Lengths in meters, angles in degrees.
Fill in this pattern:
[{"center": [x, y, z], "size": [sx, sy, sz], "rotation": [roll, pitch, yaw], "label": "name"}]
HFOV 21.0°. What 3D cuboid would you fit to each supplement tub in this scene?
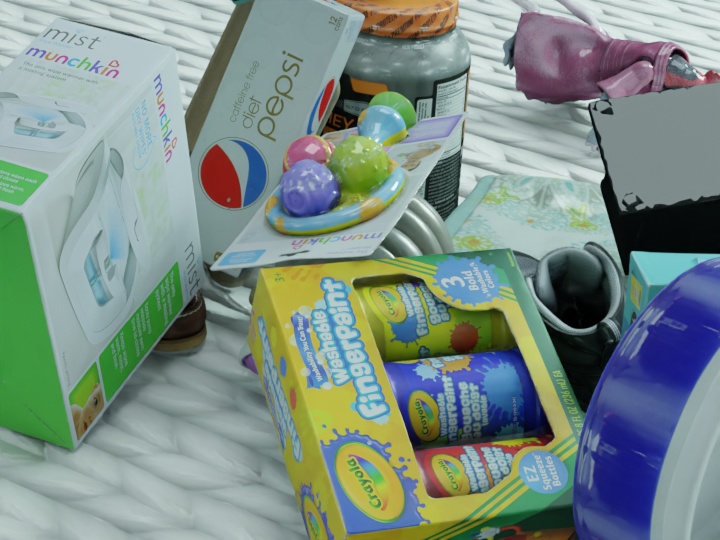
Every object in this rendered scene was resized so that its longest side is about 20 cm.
[{"center": [0.021, -0.118, 1.491], "size": [0.122, 0.201, 0.123], "rotation": [3, 25, -1], "label": "supplement tub"}]

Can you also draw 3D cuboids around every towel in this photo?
[{"center": [0.151, -0.016, 1.477], "size": [0.171, 0.048, 0.200], "rotation": [11, 27, 16], "label": "towel"}]

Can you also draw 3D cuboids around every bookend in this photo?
[{"center": [0.259, -0.047, 1.402], "size": [0.198, 0.200, 0.092], "rotation": [-10, 63, -6], "label": "bookend"}]

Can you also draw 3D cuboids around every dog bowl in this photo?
[{"center": [0.209, 0.096, 1.079], "size": [0.200, 0.201, 0.079], "rotation": [-20, 32, -41], "label": "dog bowl"}]

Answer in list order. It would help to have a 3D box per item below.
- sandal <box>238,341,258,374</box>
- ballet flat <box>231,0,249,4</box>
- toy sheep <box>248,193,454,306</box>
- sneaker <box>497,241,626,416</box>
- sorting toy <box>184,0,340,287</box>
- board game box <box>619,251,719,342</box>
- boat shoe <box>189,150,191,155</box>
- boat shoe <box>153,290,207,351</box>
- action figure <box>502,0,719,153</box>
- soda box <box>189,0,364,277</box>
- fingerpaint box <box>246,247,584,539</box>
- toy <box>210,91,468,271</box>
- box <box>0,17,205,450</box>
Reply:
[{"center": [0.018, 0.074, 1.262], "size": [0.202, 0.083, 0.050], "rotation": [5, 68, 6], "label": "sandal"}, {"center": [-0.029, -0.246, 1.453], "size": [0.199, 0.070, 0.069], "rotation": [-8, 19, 27], "label": "ballet flat"}, {"center": [0.000, 0.000, 1.329], "size": [0.137, 0.138, 0.200], "rotation": [8, 22, 8], "label": "toy sheep"}, {"center": [0.131, 0.017, 1.301], "size": [0.075, 0.114, 0.200], "rotation": [-29, 42, -11], "label": "sneaker"}, {"center": [-0.083, -0.105, 1.486], "size": [0.036, 0.186, 0.200], "rotation": [18, 20, -28], "label": "sorting toy"}, {"center": [0.260, 0.067, 1.203], "size": [0.199, 0.151, 0.047], "rotation": [0, 26, -7], "label": "board game box"}, {"center": [-0.161, -0.095, 1.402], "size": [0.074, 0.061, 0.200], "rotation": [5, -6, 24], "label": "boat shoe"}, {"center": [-0.170, -0.011, 1.396], "size": [0.070, 0.071, 0.200], "rotation": [-12, 31, -31], "label": "boat shoe"}, {"center": [0.238, -0.186, 1.741], "size": [0.200, 0.150, 0.134], "rotation": [7, 16, 39], "label": "action figure"}, {"center": [-0.069, -0.100, 1.358], "size": [0.068, 0.201, 0.064], "rotation": [25, 10, 7], "label": "soda box"}, {"center": [0.037, 0.085, 1.149], "size": [0.166, 0.073, 0.200], "rotation": [-5, 48, -17], "label": "fingerpaint box"}, {"center": [-0.015, -0.069, 1.276], "size": [0.115, 0.047, 0.200], "rotation": [-6, 24, 27], "label": "toy"}, {"center": [-0.188, -0.024, 1.224], "size": [0.096, 0.200, 0.177], "rotation": [17, 45, 21], "label": "box"}]
